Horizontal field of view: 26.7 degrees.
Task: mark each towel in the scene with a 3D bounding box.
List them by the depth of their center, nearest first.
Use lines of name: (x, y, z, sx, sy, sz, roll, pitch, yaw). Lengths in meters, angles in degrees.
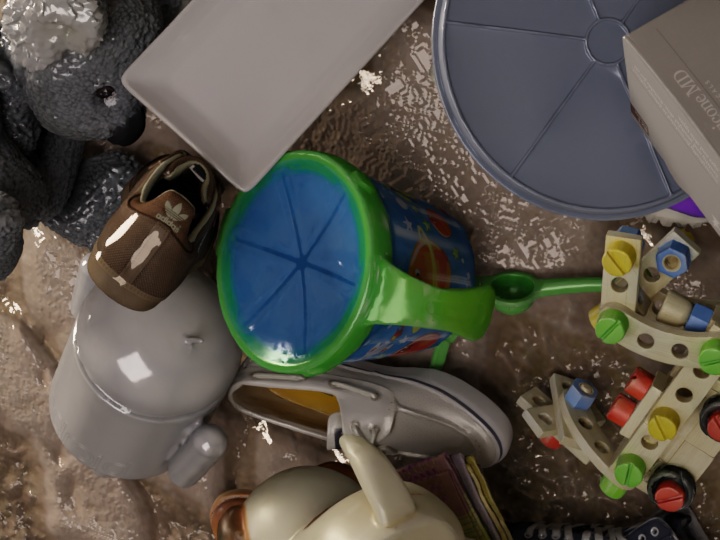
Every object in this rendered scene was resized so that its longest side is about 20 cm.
towel: (0.047, 0.201, 1.027, 0.200, 0.023, 0.144, -29, 86, 57)

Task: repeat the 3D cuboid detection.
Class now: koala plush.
koala plush: (-0.202, -0.124, 0.981, 0.200, 0.177, 0.184, -40, 83, 31)

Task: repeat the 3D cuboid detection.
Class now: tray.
tray: (-0.043, -0.153, 0.939, 0.107, 0.022, 0.200, 41, 83, 5)

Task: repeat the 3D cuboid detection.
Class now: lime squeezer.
lime squeezer: (0.093, 0.034, 1.000, 0.199, 0.038, 0.071, -31, 97, 26)

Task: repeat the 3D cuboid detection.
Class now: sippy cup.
sippy cup: (0.000, 0.000, 0.957, 0.140, 0.130, 0.178, -46, 57, 28)

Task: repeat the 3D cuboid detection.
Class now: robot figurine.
robot figurine: (-0.147, 0.068, 1.038, 0.170, 0.113, 0.200, 51, 143, 15)

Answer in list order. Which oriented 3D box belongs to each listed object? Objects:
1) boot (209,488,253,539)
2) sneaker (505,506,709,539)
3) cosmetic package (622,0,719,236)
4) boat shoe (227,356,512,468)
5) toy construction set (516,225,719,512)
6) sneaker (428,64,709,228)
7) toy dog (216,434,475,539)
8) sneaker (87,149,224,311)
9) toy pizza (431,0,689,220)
boot: (-0.058, 0.262, 1.073, 0.077, 0.155, 0.200, -33, 96, 27)
sneaker: (0.152, 0.186, 1.019, 0.199, 0.070, 0.109, 28, 106, 18)
cosmetic package: (0.248, -0.114, 0.798, 0.199, 0.090, 0.107, -30, 59, -5)
boat shoe: (0.002, 0.099, 1.025, 0.199, 0.070, 0.071, 19, 132, 19)
toy construction set: (0.168, 0.069, 0.926, 0.131, 0.092, 0.200, 31, 138, 4)
sneaker: (0.146, -0.107, 0.912, 0.199, 0.070, 0.100, 32, 110, 4)
toy dog: (-0.014, 0.190, 0.955, 0.200, 0.139, 0.195, 12, 133, 61)
sneaker: (-0.108, -0.040, 0.938, 0.070, 0.200, 0.076, 38, 110, -12)
toy pizza: (0.138, -0.129, 0.866, 0.199, 0.032, 0.202, 0, 93, -5)
